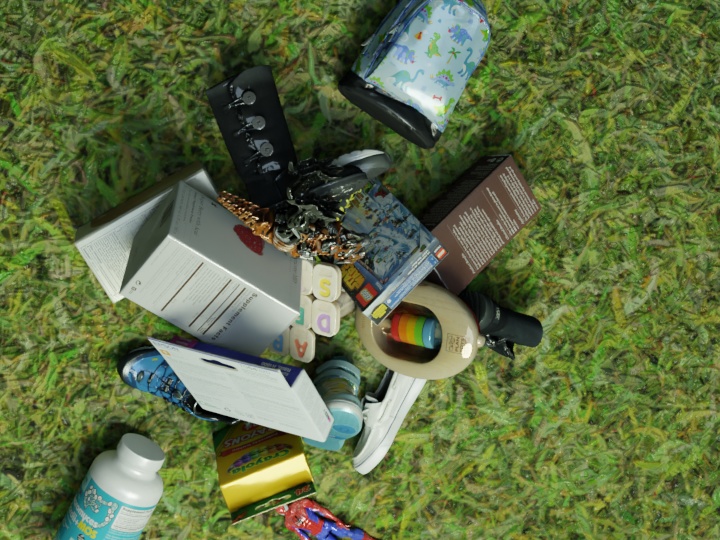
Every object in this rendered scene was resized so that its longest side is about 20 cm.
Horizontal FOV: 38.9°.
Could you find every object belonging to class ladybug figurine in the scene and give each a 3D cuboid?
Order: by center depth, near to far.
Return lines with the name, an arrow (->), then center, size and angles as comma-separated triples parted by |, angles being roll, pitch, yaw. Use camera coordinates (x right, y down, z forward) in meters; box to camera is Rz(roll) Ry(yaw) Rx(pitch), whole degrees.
ladybug figurine -> 0.086, 0.077, 1.399 | 0.072, 0.198, 0.138 | -16, 115, -54

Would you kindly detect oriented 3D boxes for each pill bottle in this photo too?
pill bottle -> -0.355, 0.337, 1.464 | 0.110, 0.111, 0.202 | 26, 99, -18

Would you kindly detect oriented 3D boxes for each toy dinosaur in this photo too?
toy dinosaur -> -0.077, -0.060, 1.276 | 0.198, 0.103, 0.136 | -3, 144, -34

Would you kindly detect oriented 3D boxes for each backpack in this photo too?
backpack -> 0.089, -0.289, 1.369 | 0.162, 0.154, 0.201 | 33, 85, -13

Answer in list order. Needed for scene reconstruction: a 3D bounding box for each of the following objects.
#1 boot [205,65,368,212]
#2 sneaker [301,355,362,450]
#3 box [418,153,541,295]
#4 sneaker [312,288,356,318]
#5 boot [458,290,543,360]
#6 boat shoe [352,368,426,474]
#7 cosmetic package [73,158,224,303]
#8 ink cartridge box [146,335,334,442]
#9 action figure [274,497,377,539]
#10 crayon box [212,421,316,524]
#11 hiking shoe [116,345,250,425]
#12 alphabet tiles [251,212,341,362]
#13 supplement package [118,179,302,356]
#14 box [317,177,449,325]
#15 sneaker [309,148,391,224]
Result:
boot -> -0.098, -0.178, 1.353 | 0.163, 0.066, 0.202 | -20, 80, -7
sneaker -> -0.033, 0.172, 1.451 | 0.079, 0.200, 0.132 | 18, 66, -9
box -> 0.154, -0.064, 1.444 | 0.200, 0.075, 0.101 | -43, 112, -21
sneaker -> 0.000, 0.000, 1.462 | 0.199, 0.070, 0.076 | -35, 110, -1
boot -> 0.151, 0.086, 1.508 | 0.167, 0.198, 0.077 | 25, 63, -47
boat shoe -> 0.032, 0.208, 1.533 | 0.065, 0.072, 0.201 | 29, 98, -14
cosmetic package -> -0.276, -0.055, 1.383 | 0.198, 0.071, 0.106 | -29, 112, -3
ink cartridge box -> -0.149, 0.139, 1.303 | 0.201, 0.194, 0.044 | 69, 40, -52
action figure -> -0.051, 0.407, 1.588 | 0.199, 0.052, 0.066 | 32, 101, -17
crayon box -> -0.139, 0.270, 1.443 | 0.125, 0.200, 0.051 | -20, 110, -6
hiking shoe -> -0.247, 0.162, 1.447 | 0.198, 0.087, 0.075 | 17, 102, -17
alphabet tiles -> -0.113, 0.023, 1.403 | 0.198, 0.015, 0.198 | 13, 110, 29
supplement package -> -0.186, 0.005, 1.306 | 0.199, 0.122, 0.120 | 32, 121, -24
box -> 0.017, -0.035, 1.388 | 0.137, 0.200, 0.040 | -44, 132, 4
sneaker -> -0.039, -0.096, 1.412 | 0.198, 0.074, 0.085 | -28, 78, 6
